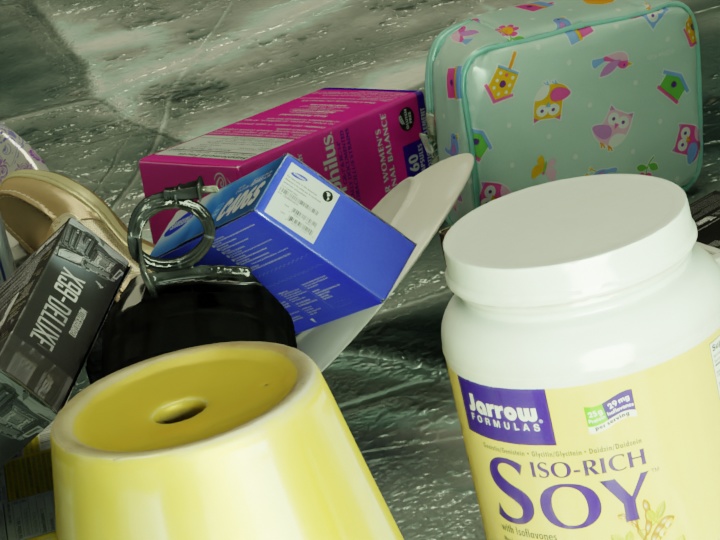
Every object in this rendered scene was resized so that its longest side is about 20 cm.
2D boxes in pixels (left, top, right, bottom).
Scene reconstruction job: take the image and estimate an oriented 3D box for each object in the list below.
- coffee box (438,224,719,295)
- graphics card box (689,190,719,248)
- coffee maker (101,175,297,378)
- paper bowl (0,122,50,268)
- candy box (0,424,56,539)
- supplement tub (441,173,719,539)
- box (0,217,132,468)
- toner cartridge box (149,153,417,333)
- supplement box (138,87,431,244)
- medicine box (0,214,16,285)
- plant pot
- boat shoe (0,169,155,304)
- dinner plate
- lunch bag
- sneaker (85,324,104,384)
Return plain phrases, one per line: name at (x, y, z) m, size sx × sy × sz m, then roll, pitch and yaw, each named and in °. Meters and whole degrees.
coffee box at (0.137, 0.034, 1.578) m, size 0.080 × 0.115 × 0.200 m, roll -22°, pitch 20°, yaw -23°
graphics card box at (0.254, 0.003, 1.677) m, size 0.125 × 0.051 × 0.200 m, roll -29°, pitch 26°, yaw -35°
coffee maker at (-0.094, 0.079, 1.487) m, size 0.135 × 0.192 × 0.200 m, roll -26°, pitch 17°, yaw 4°
paper bowl at (-0.325, -0.033, 1.994) m, size 0.200 × 0.104 × 0.201 m, roll 16°, pitch 37°, yaw -12°
candy box at (-0.200, 0.133, 1.655) m, size 0.102 × 0.026 × 0.200 m, roll -17°, pitch 20°, yaw -4°
supplement tub at (0.121, 0.066, 1.371) m, size 0.145 × 0.200 × 0.145 m, roll -12°, pitch 20°, yaw 4°
box at (-0.230, 0.078, 1.610) m, size 0.200 × 0.050 × 0.158 m, roll -41°, pitch 17°, yaw 30°
toner cartridge box at (-0.051, -0.010, 1.630) m, size 0.043 × 0.095 × 0.200 m, roll -59°, pitch 15°, yaw -20°
supplement box at (-0.047, -0.055, 1.927) m, size 0.103 × 0.101 × 0.200 m, roll 6°, pitch 22°, yaw 43°
medicine box at (-0.308, 0.025, 1.759) m, size 0.182 × 0.200 × 0.103 m, roll -15°, pitch 22°, yaw -5°
plant pot at (-0.062, 0.144, 1.302) m, size 0.200 × 0.189 × 0.201 m, roll -12°, pitch 19°, yaw 4°
boat shoe at (-0.191, -0.005, 1.887) m, size 0.200 × 0.071 × 0.065 m, roll 31°, pitch 54°, yaw 32°
dinner plate at (0.000, 0.000, 1.715) m, size 0.200 × 0.024 × 0.200 m, roll -52°, pitch 7°, yaw 9°
lunch bag at (0.138, -0.102, 1.886) m, size 0.200 × 0.161 × 0.077 m, roll -15°, pitch 24°, yaw -23°
sneaker at (-0.112, 0.046, 1.721) m, size 0.074 × 0.081 × 0.200 m, roll -17°, pitch 7°, yaw 22°
